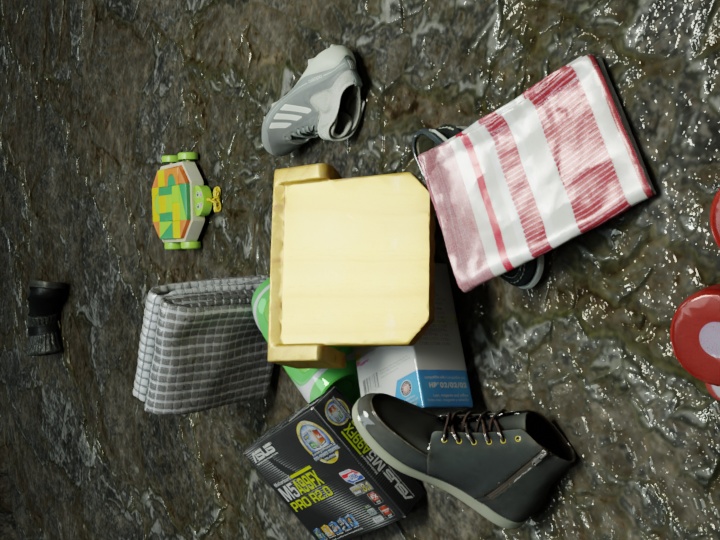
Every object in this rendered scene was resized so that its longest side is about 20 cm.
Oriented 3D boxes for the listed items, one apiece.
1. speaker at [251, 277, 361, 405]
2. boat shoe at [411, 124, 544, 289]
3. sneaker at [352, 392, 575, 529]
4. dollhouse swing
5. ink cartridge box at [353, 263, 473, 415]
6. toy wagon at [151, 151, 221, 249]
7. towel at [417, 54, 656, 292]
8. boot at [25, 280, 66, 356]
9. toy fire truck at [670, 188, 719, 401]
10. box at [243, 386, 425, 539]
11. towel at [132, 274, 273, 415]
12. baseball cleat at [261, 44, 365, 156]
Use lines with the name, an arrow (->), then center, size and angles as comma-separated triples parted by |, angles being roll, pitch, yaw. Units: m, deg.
speaker -> -0.063, 0.090, 1.216 | 0.200, 0.088, 0.089 | 51, 132, 43
boat shoe -> 0.109, -0.062, 0.960 | 0.200, 0.060, 0.076 | 61, 139, 35
sneaker -> 0.097, 0.150, 0.921 | 0.106, 0.200, 0.075 | -58, 3, 31
dollhouse swing -> 0.000, 0.000, 1.038 | 0.182, 0.175, 0.201 | 42, -132, -76
ink cartridge box -> 0.046, 0.065, 1.051 | 0.115, 0.068, 0.201 | -36, 56, 52
toy wagon -> -0.284, -0.112, 1.581 | 0.200, 0.039, 0.156 | 1, 94, 57
towel -> 0.148, -0.085, 0.876 | 0.200, 0.023, 0.144 | -29, 67, 33
boot -> -0.712, 0.110, 2.217 | 0.211, 0.079, 0.158 | 149, 121, -65
toy fire truck -> 0.310, 0.018, 0.631 | 0.168, 0.112, 0.201 | 27, 117, 33
box -> -0.037, 0.238, 1.155 | 0.160, 0.044, 0.200 | 50, 141, -2
towel -> -0.195, 0.102, 1.318 | 0.086, 0.200, 0.166 | 31, 117, 47
baseball cleat -> -0.062, -0.184, 1.208 | 0.200, 0.070, 0.107 | -50, 51, 47
